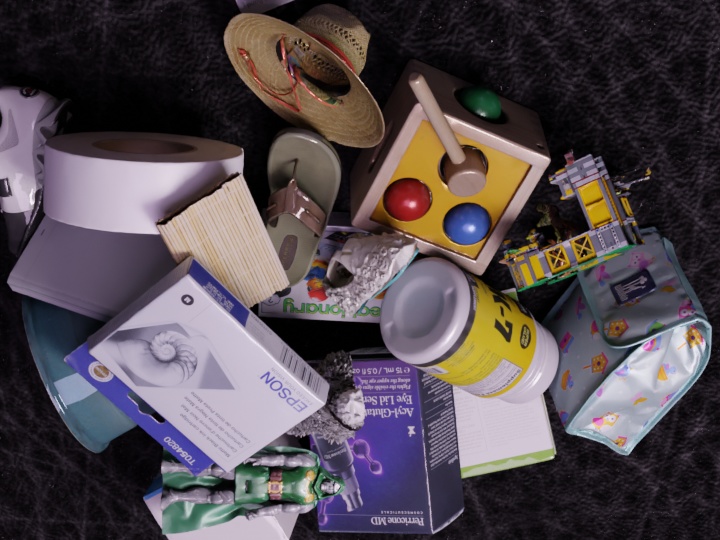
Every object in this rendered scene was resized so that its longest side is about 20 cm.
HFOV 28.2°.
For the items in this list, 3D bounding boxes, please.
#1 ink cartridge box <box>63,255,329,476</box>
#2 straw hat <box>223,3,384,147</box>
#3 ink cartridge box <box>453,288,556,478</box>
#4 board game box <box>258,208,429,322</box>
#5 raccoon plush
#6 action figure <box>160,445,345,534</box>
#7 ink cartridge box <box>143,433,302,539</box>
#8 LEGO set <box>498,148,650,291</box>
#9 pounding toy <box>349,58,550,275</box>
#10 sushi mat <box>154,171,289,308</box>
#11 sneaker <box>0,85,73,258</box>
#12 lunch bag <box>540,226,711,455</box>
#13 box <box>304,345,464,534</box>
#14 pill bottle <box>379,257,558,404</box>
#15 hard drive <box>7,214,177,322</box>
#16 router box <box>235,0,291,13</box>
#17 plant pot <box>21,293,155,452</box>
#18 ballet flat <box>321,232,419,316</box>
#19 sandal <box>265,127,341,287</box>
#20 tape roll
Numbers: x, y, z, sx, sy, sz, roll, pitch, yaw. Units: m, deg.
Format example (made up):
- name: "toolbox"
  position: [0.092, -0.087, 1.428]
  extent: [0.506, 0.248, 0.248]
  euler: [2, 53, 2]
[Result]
- name: "ink cartridge box"
  position: [-0.167, 0.110, 1.420]
  extent: [0.199, 0.041, 0.199]
  euler: [-36, 112, 26]
- name: "straw hat"
  position: [-0.037, -0.216, 1.418]
  extent: [0.201, 0.200, 0.085]
  euler: [47, 68, -27]
- name: "ink cartridge box"
  position: [0.138, 0.132, 1.685]
  extent: [0.146, 0.076, 0.202]
  euler: [-12, 90, 7]
- name: "board game box"
  position: [-0.015, -0.004, 1.603]
  extent: [0.197, 0.035, 0.127]
  euler: [3, 124, -2]
- name: "raccoon plush"
  position: [-0.072, 0.129, 1.498]
  extent: [0.132, 0.098, 0.200]
  euler: [-3, 166, -7]
- name: "action figure"
  position: [-0.115, 0.228, 1.541]
  extent: [0.197, 0.055, 0.120]
  euler: [0, 101, -4]
- name: "ink cartridge box"
  position: [-0.147, 0.244, 1.681]
  extent: [0.128, 0.200, 0.126]
  euler: [-28, 103, 16]
- name: "LEGO set"
  position: [0.216, -0.059, 1.497]
  extent: [0.153, 0.199, 0.117]
  euler: [-24, 84, 28]
- name: "pounding toy"
  position: [0.087, -0.116, 1.467]
  extent: [0.182, 0.143, 0.201]
  euler: [20, 121, -15]
- name: "sushi mat"
  position: [-0.132, -0.014, 1.408]
  extent: [0.095, 0.012, 0.201]
  euler: [-35, 147, -10]
- name: "sneaker"
  position: [-0.361, -0.109, 1.511]
  extent: [0.088, 0.074, 0.202]
  euler: [21, 122, 4]
- name: "lunch bag"
  position: [0.292, 0.070, 1.581]
  extent: [0.121, 0.171, 0.201]
  euler: [20, 121, -23]
- name: "box"
  position: [0.027, 0.189, 1.623]
  extent: [0.146, 0.104, 0.203]
  euler: [-5, 94, 25]
- name: "pill bottle"
  position: [0.121, 0.071, 1.541]
  extent: [0.114, 0.115, 0.199]
  euler: [-39, 140, 22]
- name: "hard drive"
  position: [-0.251, -0.009, 1.494]
  extent: [0.198, 0.133, 0.026]
  euler: [17, 153, 19]
- name: "router box"
  position: [-0.057, -0.359, 1.357]
  extent: [0.198, 0.049, 0.181]
  euler: [-20, 122, 12]
- name: "plant pot"
  position: [-0.235, 0.066, 1.561]
  extent: [0.194, 0.201, 0.201]
  euler: [-24, 122, 5]
- name: "ballet flat"
  position: [0.000, 0.000, 1.497]
  extent: [0.071, 0.073, 0.200]
  euler: [15, 160, -12]
- name: "sandal"
  position: [-0.067, -0.058, 1.511]
  extent: [0.079, 0.058, 0.203]
  euler: [9, 124, -1]
- name: "tape roll"
  position: [-0.216, -0.091, 1.435]
  extent: [0.200, 0.203, 0.072]
  euler: [3, 102, -4]
